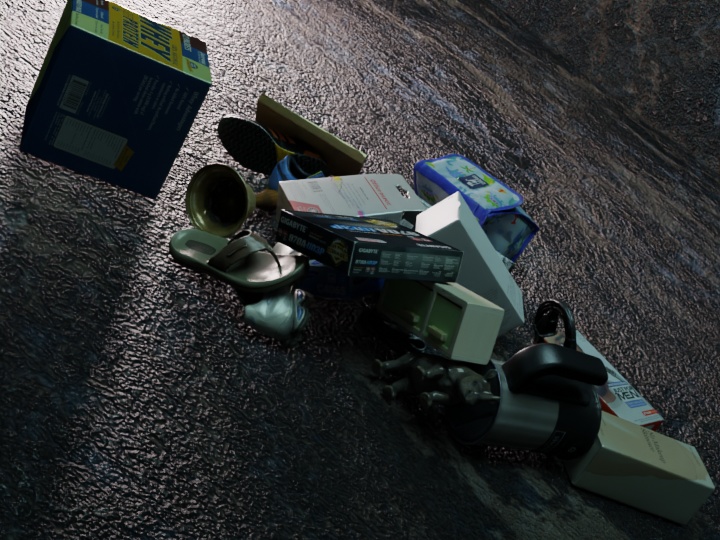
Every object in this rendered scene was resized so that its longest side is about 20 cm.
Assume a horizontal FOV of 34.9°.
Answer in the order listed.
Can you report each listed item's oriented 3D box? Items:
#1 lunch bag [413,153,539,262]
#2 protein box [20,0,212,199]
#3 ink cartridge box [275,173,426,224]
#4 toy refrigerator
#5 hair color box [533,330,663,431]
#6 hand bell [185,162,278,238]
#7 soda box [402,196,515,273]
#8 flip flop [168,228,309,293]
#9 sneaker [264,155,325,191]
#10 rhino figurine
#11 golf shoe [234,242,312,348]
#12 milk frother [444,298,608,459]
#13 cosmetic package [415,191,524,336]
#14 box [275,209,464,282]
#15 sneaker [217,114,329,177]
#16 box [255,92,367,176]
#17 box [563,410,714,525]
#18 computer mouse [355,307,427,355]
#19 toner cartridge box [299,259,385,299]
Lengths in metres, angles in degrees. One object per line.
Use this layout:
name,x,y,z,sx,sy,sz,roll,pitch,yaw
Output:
lunch bag,0.187,-0.105,1.924,0.170,0.128,0.199,39,6,31
protein box,-0.336,-0.241,1.571,0.198,0.200,0.136,19,28,-24
ink cartridge box,-0.014,-0.083,1.682,0.197,0.068,0.117,-6,36,-20
toy refrigerator,0.100,0.051,1.518,0.069,0.077,0.199,12,11,-32
hair color box,0.352,0.182,1.740,0.110,0.064,0.200,-2,41,-47
hand bell,-0.159,-0.100,1.666,0.104,0.105,0.199,40,17,17
soda box,0.151,-0.033,1.866,0.199,0.064,0.071,36,-15,8
flip flop,-0.160,-0.025,1.476,0.197,0.058,0.081,18,37,22
sneaker,-0.061,-0.098,1.763,0.200,0.079,0.066,41,26,15
rhino figurine,0.107,0.142,1.458,0.086,0.061,0.199,-7,9,-38
golf shoe,-0.119,0.014,1.514,0.096,0.079,0.201,16,28,-16
milk frother,0.216,0.135,1.547,0.186,0.182,0.201,14,26,-33
cosmetic package,0.167,-0.003,1.741,0.201,0.084,0.108,55,19,-18
box,0.012,-0.032,1.494,0.198,0.047,0.158,4,15,-41
sneaker,-0.145,-0.195,1.864,0.198,0.071,0.090,26,15,-16
box,-0.085,-0.214,1.898,0.198,0.021,0.164,32,-11,-1
box,0.384,0.273,1.600,0.198,0.078,0.095,21,28,-20
computer mouse,0.059,0.053,1.667,0.109,0.044,0.201,29,26,-3
toner cartridge box,0.000,0.000,1.647,0.094,0.044,0.199,4,11,31
